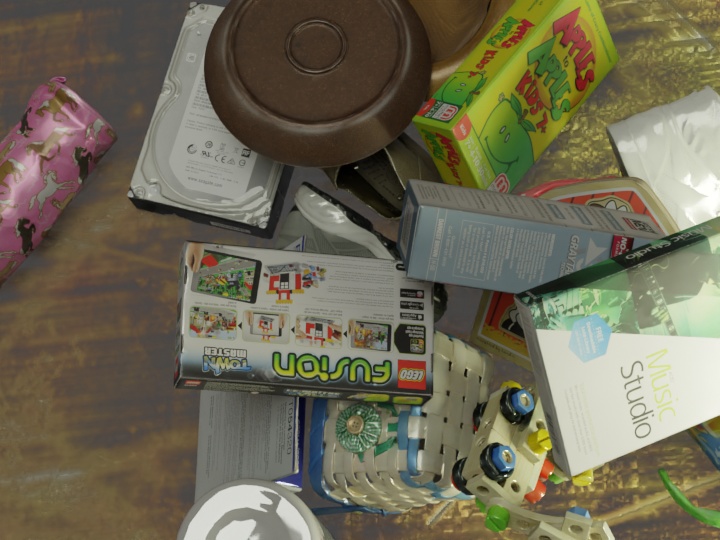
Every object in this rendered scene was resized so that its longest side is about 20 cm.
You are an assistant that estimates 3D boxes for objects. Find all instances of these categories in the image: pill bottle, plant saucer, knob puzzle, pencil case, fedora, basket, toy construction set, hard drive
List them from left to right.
[{"bbox_3d":[-0.309,-0.078,1.628,0.200,0.087,0.083,-52,41,-9],"label":"pencil case"},{"bbox_3d":[-0.119,-0.140,1.639,0.139,0.038,0.201,14,75,13],"label":"hard drive"},{"bbox_3d":[-0.072,0.240,1.423,0.113,0.200,0.115,-3,72,8],"label":"pill bottle"},{"bbox_3d":[-0.038,-0.186,1.538,0.199,0.035,0.202,-1,69,2],"label":"plant saucer"},{"bbox_3d":[0.005,0.117,1.492,0.199,0.139,0.178,-10,66,42],"label":"basket"},{"bbox_3d":[0.063,-0.234,1.615,0.199,0.082,0.202,-3,69,8],"label":"fedora"},{"bbox_3d":[0.146,0.159,1.412,0.131,0.200,0.092,42,119,-16],"label":"toy construction set"},{"bbox_3d":[0.193,0.015,1.476,0.218,0.030,0.221,10,114,24],"label":"knob puzzle"}]

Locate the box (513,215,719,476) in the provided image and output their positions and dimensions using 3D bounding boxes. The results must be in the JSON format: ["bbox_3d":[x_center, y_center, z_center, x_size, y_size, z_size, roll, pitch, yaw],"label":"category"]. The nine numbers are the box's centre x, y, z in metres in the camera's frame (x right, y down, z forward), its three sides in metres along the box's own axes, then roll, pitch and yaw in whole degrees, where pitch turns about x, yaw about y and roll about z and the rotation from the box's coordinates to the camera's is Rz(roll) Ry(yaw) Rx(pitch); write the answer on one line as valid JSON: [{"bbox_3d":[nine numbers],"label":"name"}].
[{"bbox_3d":[0.224,0.052,1.336,0.199,0.036,0.145,-21,112,-12],"label":"box"}]

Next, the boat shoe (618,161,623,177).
[{"bbox_3d":[0.324,-0.098,1.538,0.198,0.065,0.074,0,101,16],"label":"boat shoe"}]

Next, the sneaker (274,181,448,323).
[{"bbox_3d":[0.000,0.000,1.544,0.200,0.074,0.080,35,94,42],"label":"sneaker"}]

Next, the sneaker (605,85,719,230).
[{"bbox_3d":[0.293,-0.052,1.482,0.115,0.074,0.201,-25,108,3],"label":"sneaker"}]

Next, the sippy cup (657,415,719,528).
[{"bbox_3d":[0.323,0.114,1.443,0.177,0.140,0.130,-22,53,-36],"label":"sippy cup"}]

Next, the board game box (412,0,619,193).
[{"bbox_3d":[0.137,-0.157,1.540,0.047,0.102,0.200,18,59,43],"label":"board game box"}]

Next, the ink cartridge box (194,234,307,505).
[{"bbox_3d":[-0.078,0.091,1.485,0.043,0.200,0.198,11,70,-27],"label":"ink cartridge box"}]

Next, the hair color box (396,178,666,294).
[{"bbox_3d":[0.133,-0.019,1.381,0.198,0.099,0.061,8,104,-6],"label":"hair color box"}]

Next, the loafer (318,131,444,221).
[{"bbox_3d":[-0.012,-0.116,1.564,0.199,0.067,0.076,36,118,1],"label":"loafer"}]

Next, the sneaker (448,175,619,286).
[{"bbox_3d":[0.143,-0.046,1.539,0.199,0.087,0.074,-15,70,5],"label":"sneaker"}]

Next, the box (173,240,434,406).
[{"bbox_3d":[-0.042,0.042,1.381,0.198,0.035,0.111,6,72,-12],"label":"box"}]
